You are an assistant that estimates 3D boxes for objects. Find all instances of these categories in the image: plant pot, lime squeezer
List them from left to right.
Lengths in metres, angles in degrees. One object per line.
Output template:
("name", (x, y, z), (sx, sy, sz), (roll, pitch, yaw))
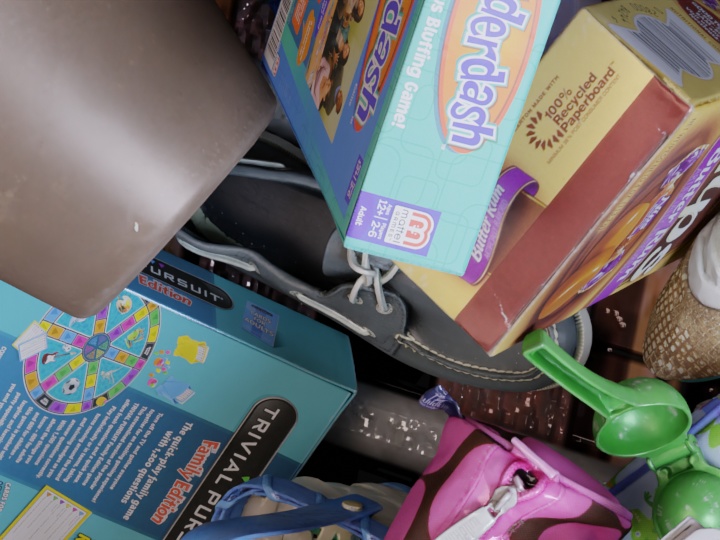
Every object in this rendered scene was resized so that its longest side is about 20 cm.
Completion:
("plant pot", (-0.130, -0.080, 1.007), (0.175, 0.200, 0.200), (41, 117, -7))
("lime squeezer", (0.117, 0.082, 0.974), (0.038, 0.071, 0.200), (-32, 113, 5))

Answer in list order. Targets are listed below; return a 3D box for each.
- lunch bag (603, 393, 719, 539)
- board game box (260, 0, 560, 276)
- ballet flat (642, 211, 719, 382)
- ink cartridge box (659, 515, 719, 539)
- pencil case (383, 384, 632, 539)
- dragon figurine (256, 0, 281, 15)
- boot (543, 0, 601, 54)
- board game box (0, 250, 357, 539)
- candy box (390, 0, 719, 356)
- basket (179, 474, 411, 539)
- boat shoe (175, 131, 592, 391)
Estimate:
("lunch bag", (0.180, 0.139, 1.029), (0.161, 0.082, 0.200), (-43, 78, 27))
("board game box", (0.020, -0.105, 0.902), (0.045, 0.200, 0.152), (15, 108, -15))
("ballet flat", (0.178, -0.022, 1.005), (0.200, 0.065, 0.071), (-30, 43, 24))
("ink cartridge box", (0.120, 0.202, 0.952), (0.147, 0.083, 0.200), (45, 152, 19))
("pencil case", (0.014, 0.148, 0.963), (0.091, 0.094, 0.200), (30, 85, 1))
("dragon figurine", (0.011, -0.090, 1.080), (0.200, 0.059, 0.099), (13, 143, 50))
("boot", (0.074, -0.154, 1.013), (0.073, 0.090, 0.200), (-12, 83, 41))
("board game box", (-0.126, 0.055, 1.138), (0.200, 0.047, 0.151), (25, 116, -20))
("candy box", (0.101, -0.046, 0.970), (0.056, 0.200, 0.117), (44, 116, 11))
("basket", (-0.022, 0.173, 1.075), (0.139, 0.200, 0.177), (20, 107, 29))
("boat shoe", (0.000, 0.000, 1.114), (0.200, 0.062, 0.073), (28, 111, 22))
